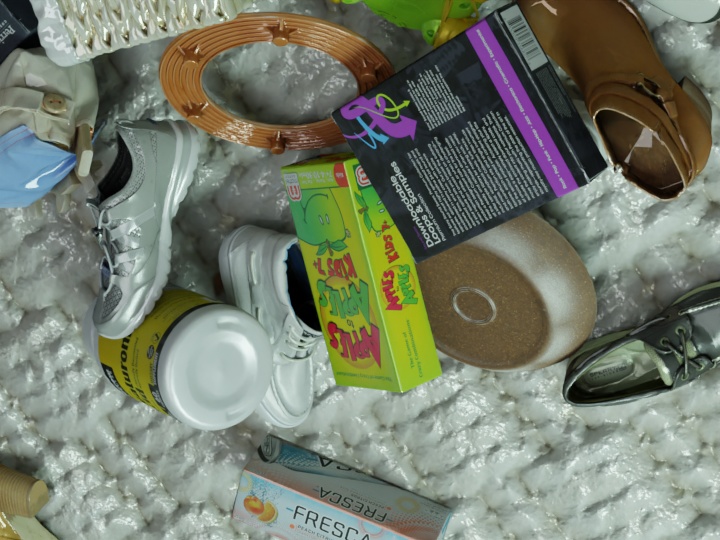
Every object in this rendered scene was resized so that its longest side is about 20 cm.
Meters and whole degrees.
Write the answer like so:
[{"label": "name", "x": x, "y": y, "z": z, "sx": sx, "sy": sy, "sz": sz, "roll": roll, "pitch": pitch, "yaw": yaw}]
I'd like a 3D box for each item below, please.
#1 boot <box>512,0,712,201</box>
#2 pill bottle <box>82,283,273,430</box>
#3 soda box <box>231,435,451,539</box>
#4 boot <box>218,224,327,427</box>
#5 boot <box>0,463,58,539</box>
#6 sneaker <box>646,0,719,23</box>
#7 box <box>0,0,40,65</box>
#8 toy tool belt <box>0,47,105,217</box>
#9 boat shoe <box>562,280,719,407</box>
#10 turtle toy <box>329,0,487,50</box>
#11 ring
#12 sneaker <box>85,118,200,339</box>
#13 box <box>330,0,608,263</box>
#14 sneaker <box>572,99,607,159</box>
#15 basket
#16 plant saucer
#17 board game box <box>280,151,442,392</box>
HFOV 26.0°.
[{"label": "boot", "x": 0.187, "y": -0.143, "z": 1.182, "sx": 0.200, "sy": 0.155, "sz": 0.074, "roll": 37, "pitch": 121, "yaw": 0}, {"label": "pill bottle", "x": -0.174, "y": 0.070, "z": 1.410, "sx": 0.200, "sy": 0.111, "sz": 0.112, "roll": 15, "pitch": 127, "yaw": 55}, {"label": "soda box", "x": -0.018, "y": 0.234, "z": 1.497, "sx": 0.200, "sy": 0.068, "sz": 0.064, "roll": 21, "pitch": 120, "yaw": 9}, {"label": "boot", "x": -0.066, "y": 0.058, "z": 1.409, "sx": 0.095, "sy": 0.073, "sz": 0.200, "roll": 9, "pitch": 121, "yaw": 49}, {"label": "boot", "x": -0.397, "y": 0.291, "z": 1.677, "sx": 0.144, "sy": 0.071, "sz": 0.202, "roll": 9, "pitch": 115, "yaw": 23}, {"label": "sneaker", "x": 0.192, "y": -0.234, "z": 1.151, "sx": 0.200, "sy": 0.080, "sz": 0.074, "roll": 30, "pitch": 142, "yaw": -22}, {"label": "box", "x": -0.385, "y": -0.237, "z": 1.383, "sx": 0.200, "sy": 0.104, "sz": 0.182, "roll": -36, "pitch": 98, "yaw": 31}, {"label": "toy tool belt", "x": -0.292, "y": -0.101, "z": 1.369, "sx": 0.200, "sy": 0.125, "sz": 0.123, "roll": -40, "pitch": 65, "yaw": 48}, {"label": "boat shoe", "x": 0.260, "y": 0.071, "z": 1.313, "sx": 0.201, "sy": 0.066, "sz": 0.072, "roll": -25, "pitch": 104, "yaw": 29}, {"label": "turtle toy", "x": 0.051, "y": -0.261, "z": 1.193, "sx": 0.146, "sy": 0.101, "sz": 0.200, "roll": 27, "pitch": 149, "yaw": 4}, {"label": "ring", "x": -0.067, "y": -0.148, "z": 1.285, "sx": 0.200, "sy": 0.019, "sz": 0.201, "roll": 2, "pitch": 154, "yaw": 1}, {"label": "sneaker", "x": -0.207, "y": -0.040, "z": 1.348, "sx": 0.075, "sy": 0.082, "sz": 0.200, "roll": 23, "pitch": 100, "yaw": 55}, {"label": "box", "x": 0.079, "y": -0.101, "z": 1.201, "sx": 0.200, "sy": 0.036, "sz": 0.143, "roll": -25, "pitch": 96, "yaw": 46}, {"label": "sneaker", "x": 0.099, "y": -0.100, "z": 1.269, "sx": 0.200, "sy": 0.099, "sz": 0.078, "roll": -1, "pitch": 115, "yaw": 21}, {"label": "basket", "x": -0.163, "y": -0.287, "z": 1.220, "sx": 0.160, "sy": 0.198, "sz": 0.200, "roll": -6, "pitch": 111, "yaw": 21}, {"label": "plant saucer", "x": 0.102, "y": 0.020, "z": 1.333, "sx": 0.200, "sy": 0.037, "sz": 0.201, "roll": 17, "pitch": 135, "yaw": 18}, {"label": "board game box", "x": 0.000, "y": 0.000, "z": 1.333, "sx": 0.102, "sy": 0.048, "sz": 0.200, "roll": 0, "pitch": 107, "yaw": 55}]
